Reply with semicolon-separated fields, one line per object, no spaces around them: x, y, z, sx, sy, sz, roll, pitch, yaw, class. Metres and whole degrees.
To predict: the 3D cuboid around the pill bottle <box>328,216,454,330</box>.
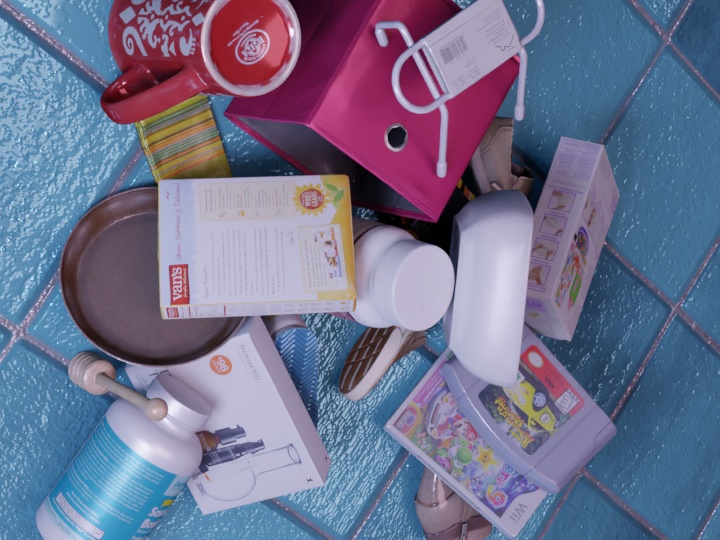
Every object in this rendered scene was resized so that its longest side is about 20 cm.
0.000;0.000;1.698;0.109;0.199;0.110;-13;109;-41;pill bottle

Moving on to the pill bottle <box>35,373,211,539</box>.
-0.237;0.206;1.627;0.111;0.111;0.200;30;101;-32;pill bottle

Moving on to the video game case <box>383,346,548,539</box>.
0.144;0.197;1.870;0.200;0.018;0.143;41;65;1;video game case

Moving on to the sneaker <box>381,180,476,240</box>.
0.042;-0.046;1.808;0.200;0.070;0.090;-47;112;-20;sneaker

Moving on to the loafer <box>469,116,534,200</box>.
0.172;-0.090;1.857;0.069;0.075;0.201;-14;110;8;loafer

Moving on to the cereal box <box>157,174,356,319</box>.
-0.106;-0.025;1.615;0.199;0.040;0.145;-2;65;-4;cereal box

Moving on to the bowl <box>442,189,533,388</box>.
0.134;0.014;1.716;0.074;0.200;0.201;6;101;-1;bowl

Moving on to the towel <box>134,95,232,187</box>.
-0.171;-0.085;1.694;0.086;0.018;0.201;-28;113;-23;towel

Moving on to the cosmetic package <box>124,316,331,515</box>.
-0.139;0.155;1.689;0.150;0.052;0.201;-17;114;18;cosmetic package

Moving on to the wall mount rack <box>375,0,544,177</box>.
0.105;-0.198;1.580;0.200;0.074;0.174;-36;111;-23;wall mount rack

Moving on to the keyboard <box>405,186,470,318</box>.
0.110;-0.001;1.806;0.127;0.021;0.200;-53;127;-16;keyboard

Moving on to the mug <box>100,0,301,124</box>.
-0.157;-0.212;1.569;0.133;0.200;0.179;18;89;-33;mug

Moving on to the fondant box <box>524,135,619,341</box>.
0.243;-0.036;1.872;0.144;0.058;0.201;54;53;-62;fondant box

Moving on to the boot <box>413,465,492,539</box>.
0.150;0.254;1.935;0.199;0.070;0.147;-14;113;-27;boot

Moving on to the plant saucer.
-0.208;0.010;1.627;0.199;0.032;0.201;4;65;-8;plant saucer

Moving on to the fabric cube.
0.014;-0.192;1.678;0.196;0.200;0.200;35;80;-30;fabric cube

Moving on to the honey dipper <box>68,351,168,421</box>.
-0.241;0.119;1.582;0.038;0.200;0.038;-6;102;-29;honey dipper

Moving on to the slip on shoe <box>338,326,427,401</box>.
0.049;0.071;1.829;0.061;0.076;0.201;39;71;-24;slip on shoe

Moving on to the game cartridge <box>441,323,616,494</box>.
0.195;0.158;1.871;0.133;0.041;0.200;-40;85;-24;game cartridge

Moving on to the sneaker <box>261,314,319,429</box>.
-0.090;0.130;1.753;0.076;0.081;0.201;-3;121;-24;sneaker
